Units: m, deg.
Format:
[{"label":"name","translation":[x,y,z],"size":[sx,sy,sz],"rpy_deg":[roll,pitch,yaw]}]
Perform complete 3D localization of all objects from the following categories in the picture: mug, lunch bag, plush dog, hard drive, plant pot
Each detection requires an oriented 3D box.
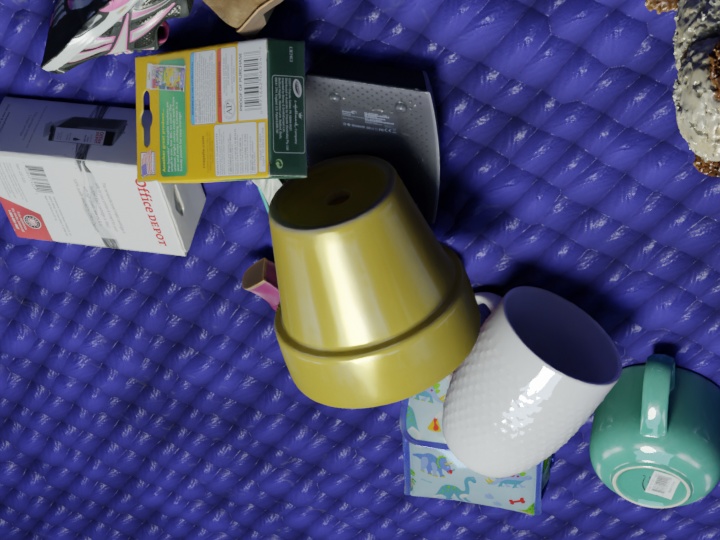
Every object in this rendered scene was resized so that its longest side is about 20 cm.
[{"label":"mug","translation":[0.156,0.112,1.902],"size":[0.147,0.200,0.175],"rpy_deg":[-2,135,-45]},{"label":"lunch bag","translation":[0.137,0.171,2.039],"size":[0.170,0.128,0.200],"rpy_deg":[8,127,12]},{"label":"mug","translation":[0.322,0.186,1.979],"size":[0.152,0.115,0.185],"rpy_deg":[-19,132,40]},{"label":"plush dog","translation":[0.302,-0.170,1.449],"size":[0.160,0.172,0.200],"rpy_deg":[7,145,14]},{"label":"hard drive","translation":[0.015,-0.128,1.738],"size":[0.135,0.042,0.200],"rpy_deg":[9,145,11]},{"label":"plant pot","translation":[0.000,0.000,1.732],"size":[0.200,0.201,0.189],"rpy_deg":[-2,127,24]}]

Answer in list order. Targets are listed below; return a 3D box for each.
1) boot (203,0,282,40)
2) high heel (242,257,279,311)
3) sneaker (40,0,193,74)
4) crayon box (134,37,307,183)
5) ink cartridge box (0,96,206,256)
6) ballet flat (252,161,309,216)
[{"label":"boot","translation":[-0.086,-0.276,1.558],"size":[0.075,0.074,0.200],"rpy_deg":[33,145,-12]},{"label":"high heel","translation":[-0.032,0.003,1.924],"size":[0.096,0.067,0.200],"rpy_deg":[27,140,-35]},{"label":"sneaker","translation":[-0.227,-0.228,1.675],"size":[0.086,0.081,0.200],"rpy_deg":[25,151,-31]},{"label":"crayon box","translation":[-0.133,-0.147,1.674],"size":[0.052,0.126,0.200],"rpy_deg":[-2,-178,-44]},{"label":"ink cartridge box","translation":[-0.276,-0.098,1.862],"size":[0.200,0.083,0.147],"rpy_deg":[7,144,15]},{"label":"ballet flat","translation":[-0.087,-0.109,1.798],"size":[0.069,0.070,0.200],"rpy_deg":[-1,145,23]}]
